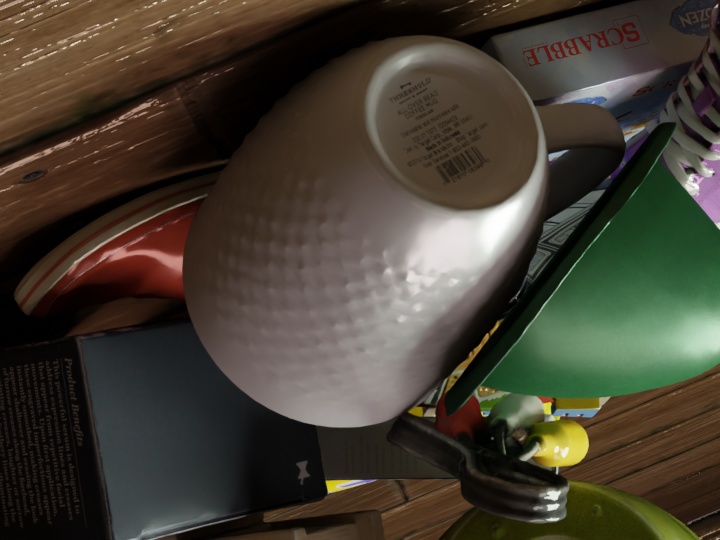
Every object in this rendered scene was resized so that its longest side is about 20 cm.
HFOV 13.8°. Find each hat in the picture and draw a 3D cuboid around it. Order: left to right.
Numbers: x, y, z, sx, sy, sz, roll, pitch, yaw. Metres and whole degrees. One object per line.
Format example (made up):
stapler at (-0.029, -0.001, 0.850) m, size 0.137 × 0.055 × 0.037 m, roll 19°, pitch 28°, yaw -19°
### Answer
hat at (0.166, 0.041, 1.396) m, size 0.200 × 0.176 × 0.166 m, roll -51°, pitch 180°, yaw -15°

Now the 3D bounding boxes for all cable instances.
cable at (0.059, 0.080, 1.392) m, size 0.097 × 0.051 × 0.200 m, roll 16°, pitch -179°, yaw 4°

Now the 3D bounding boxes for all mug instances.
mug at (0.033, -0.033, 1.388) m, size 0.199 × 0.148 × 0.175 m, roll -15°, pitch 161°, yaw -27°

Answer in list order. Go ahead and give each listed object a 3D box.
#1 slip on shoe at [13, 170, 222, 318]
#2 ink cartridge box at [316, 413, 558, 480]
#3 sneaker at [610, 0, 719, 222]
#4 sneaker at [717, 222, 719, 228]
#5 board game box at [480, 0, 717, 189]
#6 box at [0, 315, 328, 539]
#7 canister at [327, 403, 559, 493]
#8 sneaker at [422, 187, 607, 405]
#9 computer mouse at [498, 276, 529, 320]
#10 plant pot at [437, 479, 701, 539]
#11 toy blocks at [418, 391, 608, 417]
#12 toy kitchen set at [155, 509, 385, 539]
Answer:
slip on shoe at (-0.076, -0.010, 1.485) m, size 0.199 × 0.061 × 0.074 m, roll -16°, pitch 167°, yaw -19°
ink cartridge box at (0.009, 0.098, 1.628) m, size 0.199 × 0.039 × 0.099 m, roll 0°, pitch 176°, yaw 6°
sneaker at (0.175, -0.074, 1.449) m, size 0.114 × 0.073 × 0.201 m, roll -26°, pitch 153°, yaw 0°
sneaker at (0.195, -0.033, 1.618) m, size 0.115 × 0.076 × 0.200 m, roll -17°, pitch 168°, yaw -32°
board game box at (0.121, -0.085, 1.552) m, size 0.199 × 0.041 × 0.200 m, roll -16°, pitch 165°, yaw -27°
box at (-0.143, 0.087, 1.536) m, size 0.148 × 0.108 × 0.199 m, roll -9°, pitch 179°, yaw -45°
canister at (0.008, 0.092, 1.877) m, size 0.199 × 0.087 × 0.148 m, roll -19°, pitch 178°, yaw 39°
sneaker at (0.090, 0.004, 1.563) m, size 0.199 × 0.088 × 0.076 m, roll -19°, pitch 148°, yaw -9°
computer mouse at (0.000, 0.000, 1.534) m, size 0.199 × 0.034 × 0.059 m, roll 1°, pitch -136°, yaw 34°
plant pot at (0.105, 0.189, 1.528) m, size 0.200 × 0.201 × 0.193 m, roll -22°, pitch 163°, yaw -1°
toy blocks at (0.067, 0.044, 1.650) m, size 0.199 × 0.100 × 0.137 m, roll 1°, pitch 164°, yaw -9°
toy kitchen set at (-0.102, 0.224, 1.513) m, size 0.199 × 0.181 × 0.163 m, roll -10°, pitch 179°, yaw 35°
